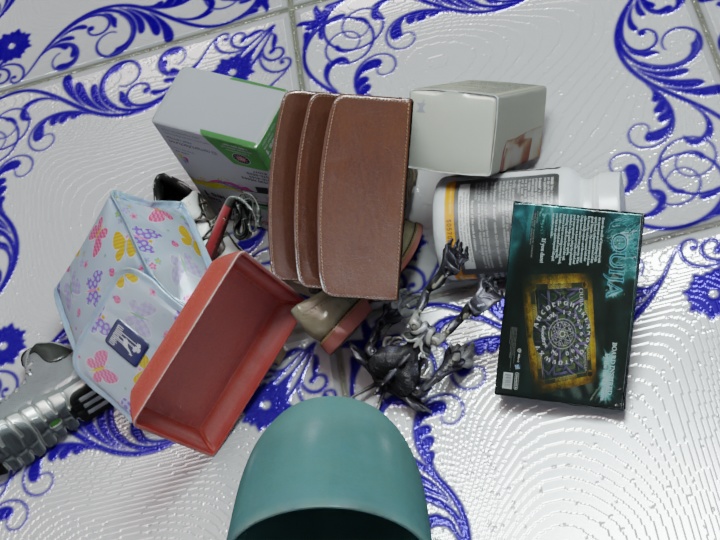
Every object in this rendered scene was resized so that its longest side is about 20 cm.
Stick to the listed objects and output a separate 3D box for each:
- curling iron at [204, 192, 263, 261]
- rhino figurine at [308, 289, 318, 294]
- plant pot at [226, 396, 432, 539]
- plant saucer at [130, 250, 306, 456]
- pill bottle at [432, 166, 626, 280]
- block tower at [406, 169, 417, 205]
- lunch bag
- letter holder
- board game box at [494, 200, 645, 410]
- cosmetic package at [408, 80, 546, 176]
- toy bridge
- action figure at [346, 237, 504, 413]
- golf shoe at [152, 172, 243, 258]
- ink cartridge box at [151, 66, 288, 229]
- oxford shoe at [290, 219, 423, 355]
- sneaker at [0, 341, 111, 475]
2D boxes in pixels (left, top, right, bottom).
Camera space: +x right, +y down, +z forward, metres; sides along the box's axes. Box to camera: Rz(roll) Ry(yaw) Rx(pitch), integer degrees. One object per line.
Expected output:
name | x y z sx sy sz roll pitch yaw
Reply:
curling iron | -0.170 0.002 1.525 0.049 0.026 0.201 35 104 15
rhino figurine | -0.039 -0.080 1.526 0.059 0.088 0.201 10 60 22
plant pot | -0.027 0.221 1.302 0.199 0.201 0.162 -9 43 11
plant saucer | -0.150 0.084 1.392 0.037 0.200 0.200 30 85 23
pill bottle | 0.184 -0.052 1.454 0.198 0.117 0.117 -3 57 16
block tower | 0.023 -0.089 1.522 0.057 0.054 0.200 0 33 15
lunch bag | -0.243 0.040 1.483 0.170 0.127 0.201 -52 50 31
letter holder | -0.025 -0.079 1.374 0.141 0.101 0.202 4 97 -2
board game box | 0.213 0.035 1.375 0.134 0.028 0.202 7 94 15
cosmetic package | 0.131 -0.160 1.489 0.103 0.200 0.088 9 103 22
toy bridge | -0.074 0.011 1.547 0.067 0.027 0.201 17 63 26
action figure | 0.069 0.069 1.422 0.119 0.102 0.200 43 119 8
golf shoe | -0.190 -0.035 1.574 0.078 0.095 0.200 -37 57 -10
ink cartridge box | -0.128 -0.132 1.553 0.144 0.200 0.084 16 67 25
oxford shoe | 0.000 0.000 1.478 0.075 0.070 0.200 40 53 0
sneaker | -0.382 0.148 1.534 0.199 0.075 0.116 -28 49 -15
